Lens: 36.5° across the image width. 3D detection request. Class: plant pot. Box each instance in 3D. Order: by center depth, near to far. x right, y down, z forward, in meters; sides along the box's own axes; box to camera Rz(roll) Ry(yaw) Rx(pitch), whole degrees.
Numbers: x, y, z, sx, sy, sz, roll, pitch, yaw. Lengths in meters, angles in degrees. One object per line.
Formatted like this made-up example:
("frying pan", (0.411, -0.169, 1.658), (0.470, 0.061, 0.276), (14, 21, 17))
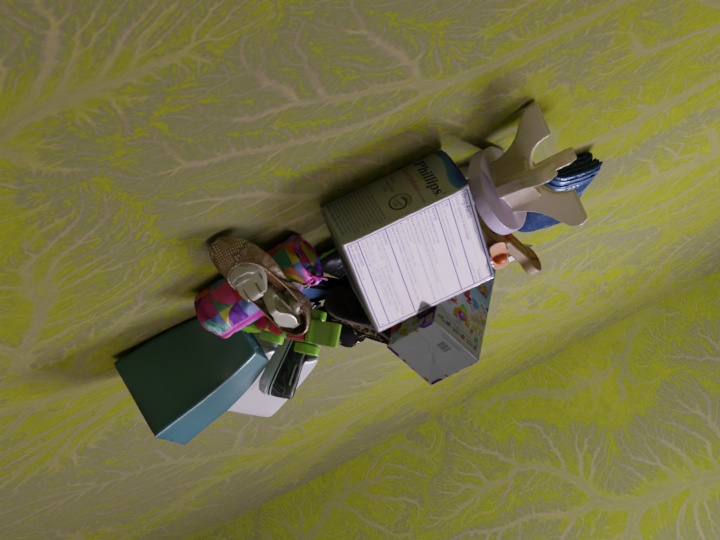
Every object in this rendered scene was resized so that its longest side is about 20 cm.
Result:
("plant pot", (-0.259, 0.159, 1.760), (0.199, 0.142, 0.141), (-35, 163, 0))

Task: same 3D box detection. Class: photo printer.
("photo printer", (-0.191, 0.175, 1.916), (0.167, 0.070, 0.199), (-49, 142, 17))

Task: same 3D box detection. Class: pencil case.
("pencil case", (-0.148, 0.025, 1.607), (0.199, 0.089, 0.088), (-31, 162, 17))

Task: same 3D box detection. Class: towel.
("towel", (0.342, -0.132, 1.925), (0.111, 0.049, 0.200), (-19, 162, -20))

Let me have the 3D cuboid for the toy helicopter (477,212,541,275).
("toy helicopter", (0.232, -0.048, 1.763), (0.079, 0.133, 0.200), (-34, 128, 25))

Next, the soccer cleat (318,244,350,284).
("soccer cleat", (0.000, 0.000, 1.751), (0.067, 0.082, 0.200), (-33, 162, 22))

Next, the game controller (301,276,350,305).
("game controller", (-0.087, 0.029, 1.746), (0.103, 0.043, 0.200), (-5, 174, 27))

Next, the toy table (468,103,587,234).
("toy table", (0.241, -0.136, 1.583), (0.116, 0.185, 0.200), (-22, -162, 26))

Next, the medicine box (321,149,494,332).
("medicine box", (0.071, -0.041, 1.572), (0.199, 0.103, 0.183), (-25, 131, -4))

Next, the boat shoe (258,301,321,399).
("boat shoe", (-0.101, 0.133, 1.844), (0.072, 0.070, 0.201), (97, 16, -62))

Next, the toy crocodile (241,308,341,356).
("toy crocodile", (-0.107, 0.083, 1.634), (0.199, 0.068, 0.062), (12, 175, 42))

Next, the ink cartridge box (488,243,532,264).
("ink cartridge box", (0.214, -0.003, 1.971), (0.161, 0.057, 0.200), (-25, -165, -9))

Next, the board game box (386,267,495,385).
("board game box", (0.128, 0.057, 1.693), (0.103, 0.105, 0.201), (-31, -153, 37))

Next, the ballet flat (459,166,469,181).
("ballet flat", (0.123, -0.113, 1.658), (0.199, 0.067, 0.067), (-25, 142, -14))

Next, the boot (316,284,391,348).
("boot", (0.019, 0.091, 1.789), (0.198, 0.074, 0.151), (19, 162, -13))

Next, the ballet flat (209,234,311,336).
("ballet flat", (-0.131, 0.026, 1.511), (0.070, 0.066, 0.200), (-36, 129, 18))
